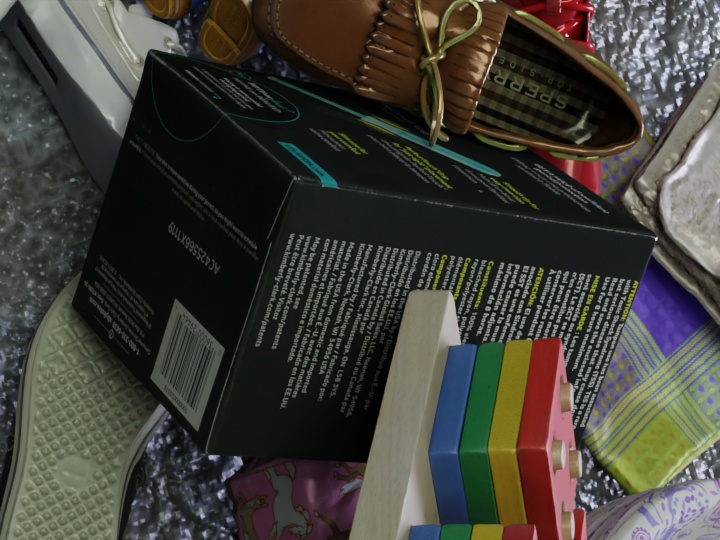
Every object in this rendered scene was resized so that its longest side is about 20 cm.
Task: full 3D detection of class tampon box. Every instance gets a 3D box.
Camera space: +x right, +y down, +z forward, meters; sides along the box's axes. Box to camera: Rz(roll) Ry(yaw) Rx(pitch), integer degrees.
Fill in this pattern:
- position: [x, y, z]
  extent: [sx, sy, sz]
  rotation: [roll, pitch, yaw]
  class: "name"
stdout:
- position: [0.000, 0.000, 0.994]
  extent: [0.199, 0.150, 0.127]
  rotation: [8, 110, -35]
  class: "tampon box"

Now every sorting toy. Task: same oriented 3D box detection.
- position: [0.052, 0.144, 0.878]
  extent: [0.069, 0.200, 0.201]
  rotation: [-2, 34, 12]
  class: "sorting toy"

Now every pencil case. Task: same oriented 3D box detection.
- position: [0.003, 0.175, 1.036]
  extent: [0.083, 0.086, 0.202]
  rotation: [-7, 81, -61]
  class: "pencil case"

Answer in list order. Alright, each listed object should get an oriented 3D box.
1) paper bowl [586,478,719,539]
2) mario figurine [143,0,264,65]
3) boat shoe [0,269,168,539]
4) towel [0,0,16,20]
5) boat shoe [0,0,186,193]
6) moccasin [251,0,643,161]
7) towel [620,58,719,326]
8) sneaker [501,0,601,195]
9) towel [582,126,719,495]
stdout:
- position: [0.156, 0.208, 1.074]
  extent: [0.199, 0.104, 0.203]
  rotation: [10, 71, -30]
  class: "paper bowl"
- position: [-0.016, -0.184, 1.074]
  extent: [0.200, 0.106, 0.124]
  rotation: [-37, 101, -39]
  class: "mario figurine"
- position: [-0.130, 0.082, 1.021]
  extent: [0.074, 0.062, 0.201]
  rotation: [19, 58, -12]
  class: "boat shoe"
- position: [-0.243, -0.102, 0.993]
  extent: [0.148, 0.031, 0.201]
  rotation: [26, 65, 23]
  class: "towel"
- position: [-0.116, -0.101, 1.059]
  extent: [0.070, 0.071, 0.201]
  rotation: [-33, 86, -21]
  class: "boat shoe"
- position: [0.042, -0.094, 1.001]
  extent: [0.200, 0.078, 0.074]
  rotation: [24, 96, -30]
  class: "moccasin"
- position: [0.233, -0.011, 1.179]
  extent: [0.200, 0.034, 0.133]
  rotation: [44, 55, -11]
  class: "towel"
- position: [0.088, -0.119, 1.099]
  extent: [0.078, 0.116, 0.202]
  rotation: [-8, 71, -15]
  class: "sneaker"
- position: [0.135, 0.006, 1.160]
  extent: [0.143, 0.023, 0.201]
  rotation: [-36, 94, -24]
  class: "towel"
